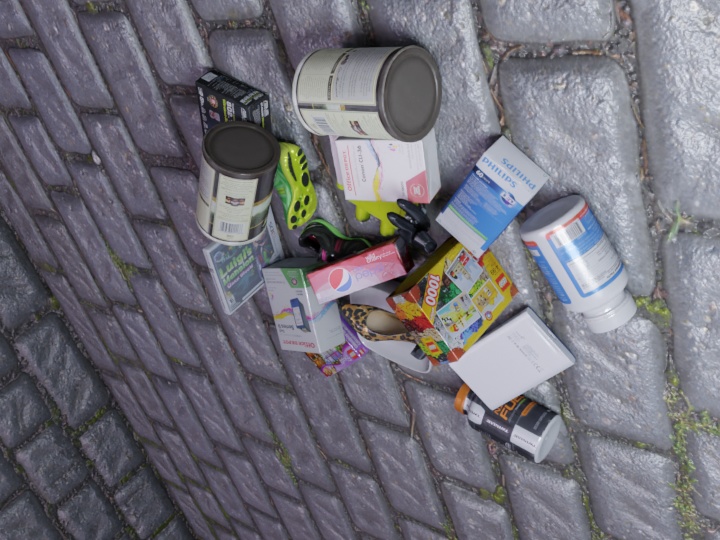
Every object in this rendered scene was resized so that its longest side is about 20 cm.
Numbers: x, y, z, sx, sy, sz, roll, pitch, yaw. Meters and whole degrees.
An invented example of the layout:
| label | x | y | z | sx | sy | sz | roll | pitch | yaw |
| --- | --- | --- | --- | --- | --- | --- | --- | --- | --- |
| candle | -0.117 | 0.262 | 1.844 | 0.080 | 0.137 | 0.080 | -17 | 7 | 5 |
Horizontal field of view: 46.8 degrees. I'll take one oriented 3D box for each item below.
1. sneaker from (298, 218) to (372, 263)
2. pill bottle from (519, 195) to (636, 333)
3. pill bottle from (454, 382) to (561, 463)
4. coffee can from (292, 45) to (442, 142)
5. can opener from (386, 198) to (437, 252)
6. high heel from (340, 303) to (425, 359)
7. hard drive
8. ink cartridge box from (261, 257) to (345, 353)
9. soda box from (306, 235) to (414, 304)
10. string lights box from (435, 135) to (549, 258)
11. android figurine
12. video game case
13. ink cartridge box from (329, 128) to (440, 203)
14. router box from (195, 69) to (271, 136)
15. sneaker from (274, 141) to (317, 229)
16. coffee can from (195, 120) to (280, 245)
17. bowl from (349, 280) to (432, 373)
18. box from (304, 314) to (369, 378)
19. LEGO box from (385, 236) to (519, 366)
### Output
| label | x | y | z | sx | sy | sz | roll | pitch | yaw |
| --- | --- | --- | --- | --- | --- | --- | --- | --- | --- |
| sneaker | -0.045 | -0.035 | 1.709 | 0.200 | 0.084 | 0.077 | 25 | 141 | 30 |
| pill bottle | 0.341 | -0.006 | 1.284 | 0.112 | 0.112 | 0.200 | -16 | 111 | 53 |
| pill bottle | 0.286 | 0.289 | 1.649 | 0.200 | 0.106 | 0.106 | 25 | 140 | 30 |
| coffee can | 0.009 | -0.286 | 1.340 | 0.200 | 0.146 | 0.147 | 13 | 133 | 41 |
| can opener | 0.089 | -0.087 | 1.429 | 0.079 | 0.063 | 0.200 | 29 | 176 | 22 |
| high heel | 0.063 | 0.094 | 1.591 | 0.200 | 0.071 | 0.143 | 28 | 151 | -1 |
| hard drive | 0.276 | 0.166 | 1.539 | 0.132 | 0.025 | 0.200 | 47 | 125 | -7 |
| ink cartridge box | -0.127 | 0.078 | 1.867 | 0.145 | 0.087 | 0.200 | 1 | 109 | 47 |
| soda box | 0.000 | 0.000 | 1.625 | 0.200 | 0.063 | 0.070 | -20 | 97 | 23 |
| string lights box | 0.212 | -0.116 | 1.364 | 0.103 | 0.059 | 0.200 | 43 | 146 | 6 |
| android figurine | 0.033 | -0.154 | 1.544 | 0.182 | 0.041 | 0.200 | 34 | 145 | 20 |
| video game case | -0.251 | -0.029 | 1.840 | 0.023 | 0.200 | 0.182 | 18 | 137 | 34 |
| ink cartridge box | 0.030 | -0.183 | 1.434 | 0.200 | 0.068 | 0.117 | 4 | 121 | 25 |
| router box | -0.254 | -0.292 | 1.703 | 0.150 | 0.062 | 0.200 | 28 | 142 | 25 |
| sneaker | -0.141 | -0.176 | 1.696 | 0.084 | 0.074 | 0.200 | 37 | 143 | 42 |
| coffee can | -0.243 | -0.168 | 1.623 | 0.146 | 0.146 | 0.200 | 37 | 141 | 15 |
| bowl | 0.080 | 0.101 | 1.717 | 0.199 | 0.075 | 0.200 | 22 | 138 | 33 |
| box | -0.074 | 0.174 | 1.992 | 0.137 | 0.039 | 0.200 | 48 | 146 | -2 |
| LEGO box | 0.163 | 0.045 | 1.455 | 0.149 | 0.200 | 0.077 | 53 | 146 | -9 |
